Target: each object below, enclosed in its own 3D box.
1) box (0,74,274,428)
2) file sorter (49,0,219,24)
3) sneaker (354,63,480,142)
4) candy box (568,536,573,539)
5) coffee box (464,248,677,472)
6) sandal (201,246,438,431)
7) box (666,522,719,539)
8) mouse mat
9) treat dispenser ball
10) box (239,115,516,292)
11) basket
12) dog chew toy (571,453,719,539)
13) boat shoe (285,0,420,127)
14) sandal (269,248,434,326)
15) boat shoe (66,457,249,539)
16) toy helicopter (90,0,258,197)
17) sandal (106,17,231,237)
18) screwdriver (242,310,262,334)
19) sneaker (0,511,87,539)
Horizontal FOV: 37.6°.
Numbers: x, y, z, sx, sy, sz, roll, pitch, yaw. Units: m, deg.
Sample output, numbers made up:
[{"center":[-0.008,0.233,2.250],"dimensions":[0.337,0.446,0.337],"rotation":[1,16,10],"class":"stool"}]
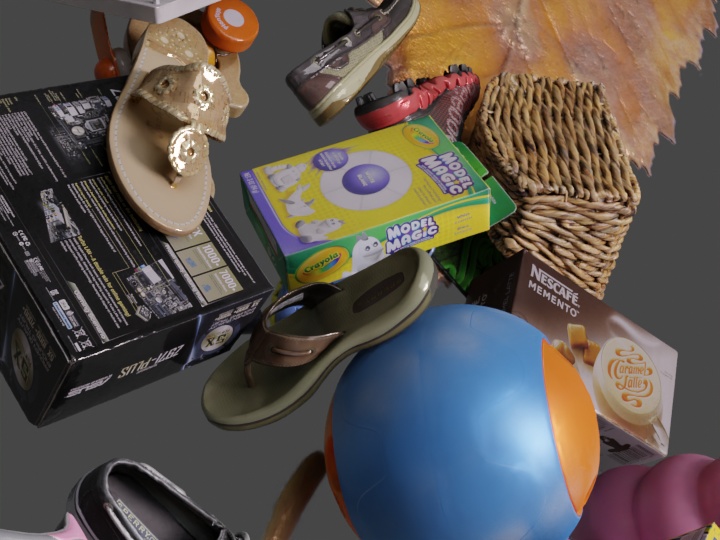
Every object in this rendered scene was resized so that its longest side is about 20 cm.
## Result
[{"center":[-0.185,-0.021,0.714],"dimensions":[0.163,0.086,0.200],"rotation":[-22,70,-43],"class":"box"},{"center":[-0.153,-0.291,0.841],"dimensions":[0.138,0.125,0.200],"rotation":[18,33,26],"class":"file sorter"},{"center":[0.067,-0.140,1.018],"dimensions":[0.200,0.070,0.099],"rotation":[-34,106,-56],"class":"sneaker"},{"center":[0.126,0.301,0.809],"dimensions":[0.137,0.061,0.200],"rotation":[49,45,-4],"class":"candy box"},{"center":[0.188,0.086,0.967],"dimensions":[0.199,0.080,0.115],"rotation":[32,54,-20],"class":"coffee box"},{"center":[-0.038,0.038,0.753],"dimensions":[0.057,0.200,0.080],"rotation":[43,17,-38],"class":"sandal"},{"center":[0.167,0.237,0.696],"dimensions":[0.070,0.200,0.064],"rotation":[51,45,0],"class":"box"},{"center":[0.146,-0.029,1.058],"dimensions":[0.161,0.008,0.200],"rotation":[48,47,-5],"class":"mouse mat"},{"center":[0.073,0.126,0.773],"dimensions":[0.200,0.201,0.202],"rotation":[19,54,-29],"class":"treat dispenser ball"},{"center":[0.015,-0.059,0.852],"dimensions":[0.199,0.049,0.118],"rotation":[-18,44,-15],"class":"box"},{"center":[0.169,-0.078,1.025],"dimensions":[0.142,0.150,0.201],"rotation":[4,42,-6],"class":"basket"},{"center":[0.269,0.209,0.879],"dimensions":[0.124,0.200,0.125],"rotation":[20,53,-29],"class":"dog chew toy"},{"center":[-0.006,-0.218,1.003],"dimensions":[0.066,0.072,0.201],"rotation":[44,50,-15],"class":"boat shoe"},{"center":[0.000,0.000,0.870],"dimensions":[0.080,0.087,0.200],"rotation":[48,47,-7],"class":"sandal"},{"center":[-0.099,0.195,0.687],"dimensions":[0.200,0.068,0.074],"rotation":[48,46,-5],"class":"boat shoe"},{"center":[-0.151,-0.133,0.834],"dimensions":[0.131,0.079,0.201],"rotation":[9,59,-28],"class":"toy helicopter"},{"center":[-0.123,-0.125,0.729],"dimensions":[0.077,0.070,0.213],"rotation":[22,40,-27],"class":"sandal"},{"center":[-0.158,0.027,0.765],"dimensions":[0.199,0.029,0.028],"rotation":[9,60,-38],"class":"screwdriver"},{"center":[-0.244,0.176,0.596],"dimensions":[0.199,0.070,0.082],"rotation":[12,41,-36],"class":"sneaker"}]
